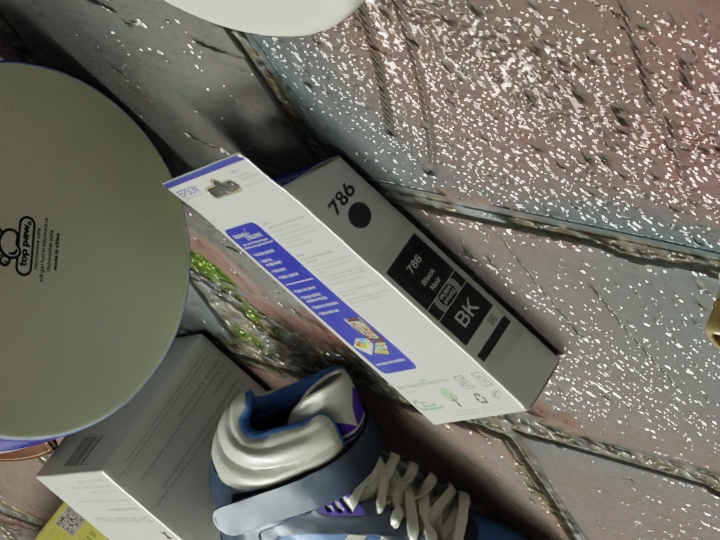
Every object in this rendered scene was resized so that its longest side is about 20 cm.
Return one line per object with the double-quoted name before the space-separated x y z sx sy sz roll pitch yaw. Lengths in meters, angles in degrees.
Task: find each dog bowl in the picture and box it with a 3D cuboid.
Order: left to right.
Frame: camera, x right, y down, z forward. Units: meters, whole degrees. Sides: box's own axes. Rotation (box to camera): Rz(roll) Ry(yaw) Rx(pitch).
"dog bowl" -0.192 -0.006 1.334 0.200 0.200 0.079 43 153 -18

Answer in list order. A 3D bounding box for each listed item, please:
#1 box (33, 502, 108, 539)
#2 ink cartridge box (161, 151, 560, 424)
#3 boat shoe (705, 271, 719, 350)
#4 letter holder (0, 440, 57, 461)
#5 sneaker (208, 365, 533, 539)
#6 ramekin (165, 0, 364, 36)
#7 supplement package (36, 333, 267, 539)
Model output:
"box" -0.250 0.243 2.079 0.050 0.075 0.200 37 159 1
"ink cartridge box" 0.000 0.000 1.289 0.200 0.039 0.099 41 157 -18
"boat shoe" 0.211 0.068 1.075 0.200 0.076 0.072 43 156 -19
"letter holder" -0.254 0.046 1.659 0.142 0.101 0.200 42 157 -20
"sneaker" 0.011 0.124 1.468 0.200 0.081 0.147 7 129 8
"ramekin" -0.052 -0.178 0.932 0.200 0.098 0.201 29 156 14
"supplement package" -0.080 0.147 1.597 0.200 0.110 0.114 43 157 -17
